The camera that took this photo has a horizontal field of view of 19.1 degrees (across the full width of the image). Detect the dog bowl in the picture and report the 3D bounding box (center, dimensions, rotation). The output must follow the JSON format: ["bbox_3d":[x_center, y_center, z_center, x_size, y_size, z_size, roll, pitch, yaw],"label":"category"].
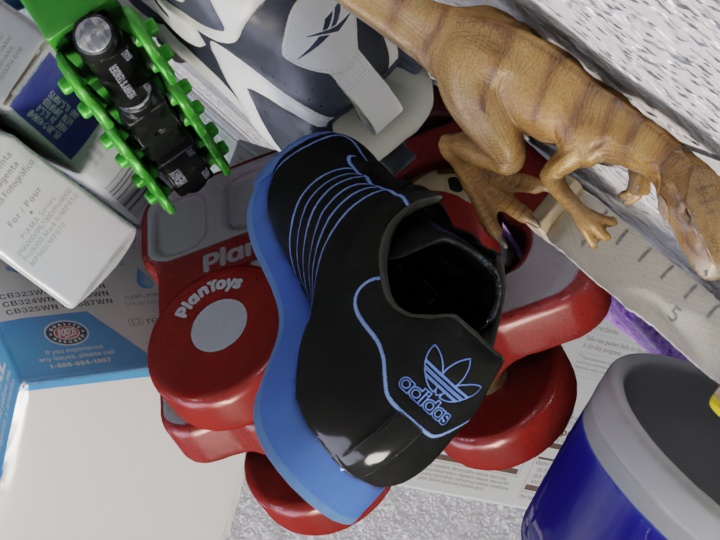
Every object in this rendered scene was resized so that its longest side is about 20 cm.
[{"bbox_3d":[0.167,0.122,0.865,0.199,0.079,0.200,27,-163,-9],"label":"dog bowl"}]

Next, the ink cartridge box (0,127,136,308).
[{"bbox_3d":[-0.202,-0.074,0.873,0.200,0.057,0.162,46,171,-37],"label":"ink cartridge box"}]

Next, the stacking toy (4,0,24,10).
[{"bbox_3d":[-0.193,-0.227,0.995,0.200,0.110,0.116,55,173,-35],"label":"stacking toy"}]

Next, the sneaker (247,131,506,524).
[{"bbox_3d":[0.010,0.000,0.715,0.070,0.078,0.201,41,-158,-25],"label":"sneaker"}]

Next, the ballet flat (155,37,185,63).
[{"bbox_3d":[-0.069,-0.138,1.052,0.069,0.070,0.200,41,-177,-20],"label":"ballet flat"}]

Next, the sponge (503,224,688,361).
[{"bbox_3d":[0.070,-0.033,1.002,0.111,0.030,0.200,41,179,-43],"label":"sponge"}]

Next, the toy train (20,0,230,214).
[{"bbox_3d":[-0.090,-0.072,0.836,0.057,0.042,0.200,55,178,13],"label":"toy train"}]

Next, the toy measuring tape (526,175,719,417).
[{"bbox_3d":[0.137,0.042,0.696,0.200,0.074,0.074,40,179,28],"label":"toy measuring tape"}]

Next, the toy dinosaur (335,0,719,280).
[{"bbox_3d":[0.035,-0.064,0.658,0.199,0.061,0.106,30,164,14],"label":"toy dinosaur"}]

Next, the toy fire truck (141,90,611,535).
[{"bbox_3d":[0.000,0.000,0.893,0.112,0.199,0.169,53,-158,-46],"label":"toy fire truck"}]

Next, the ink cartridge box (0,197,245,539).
[{"bbox_3d":[-0.145,0.027,1.036,0.128,0.126,0.200,-6,-138,-28],"label":"ink cartridge box"}]

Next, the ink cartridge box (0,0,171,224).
[{"bbox_3d":[-0.187,-0.109,0.943,0.199,0.043,0.196,34,176,16],"label":"ink cartridge box"}]

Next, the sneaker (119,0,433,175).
[{"bbox_3d":[-0.031,-0.090,0.864,0.130,0.079,0.199,49,167,-13],"label":"sneaker"}]

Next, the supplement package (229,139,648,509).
[{"bbox_3d":[0.031,0.031,1.078,0.199,0.112,0.156,15,-165,-35],"label":"supplement package"}]
